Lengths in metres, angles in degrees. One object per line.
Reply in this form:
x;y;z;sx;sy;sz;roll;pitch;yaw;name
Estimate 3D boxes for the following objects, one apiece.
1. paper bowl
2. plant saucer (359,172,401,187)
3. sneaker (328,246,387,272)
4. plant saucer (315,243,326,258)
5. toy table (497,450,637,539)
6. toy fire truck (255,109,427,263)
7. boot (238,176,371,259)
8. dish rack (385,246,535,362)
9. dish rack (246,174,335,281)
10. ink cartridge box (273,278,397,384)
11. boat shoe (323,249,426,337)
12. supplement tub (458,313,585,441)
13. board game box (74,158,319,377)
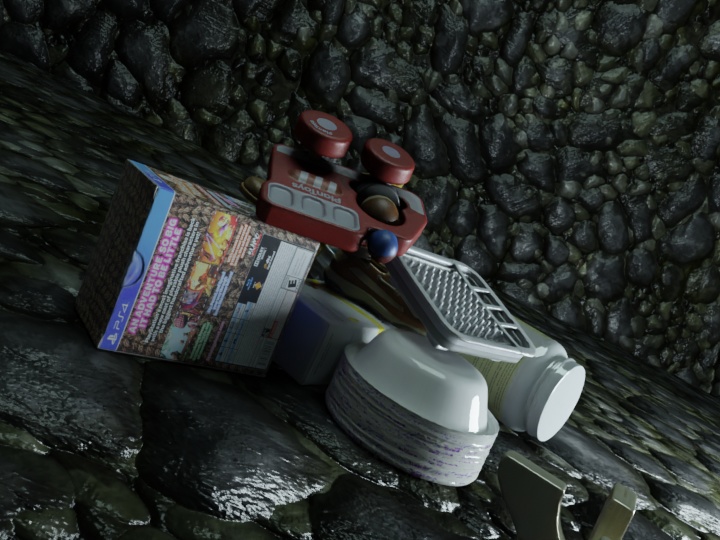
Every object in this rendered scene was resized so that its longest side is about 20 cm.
0.065;0.141;0.779;0.196;0.107;0.201;25;10;-5;paper bowl
-0.057;-0.119;1.121;0.196;0.050;0.197;-17;21;-37;plant saucer
0.000;0.000;1.024;0.197;0.093;0.077;19;24;39;sneaker
-0.174;-0.017;0.922;0.196;0.050;0.198;19;-30;-36;plant saucer
0.162;0.231;0.498;0.180;0.120;0.200;27;10;11;toy table
-0.017;-0.073;0.754;0.195;0.114;0.170;19;33;-16;toy fire truck
-0.058;-0.089;0.880;0.195;0.077;0.074;21;20;-10;boot
0.119;0.047;0.859;0.197;0.044;0.173;17;32;-45;dish rack
-0.108;-0.038;1.044;0.201;0.043;0.172;48;-17;3;dish rack
-0.045;0.076;0.896;0.144;0.085;0.198;32;10;33;ink cartridge box
0.045;0.026;0.923;0.196;0.075;0.076;29;9;6;boat shoe
0.225;0.150;1.047;0.198;0.148;0.143;32;11;38;supplement tub
-0.167;0.003;0.714;0.197;0.163;0.096;18;9;-41;board game box
